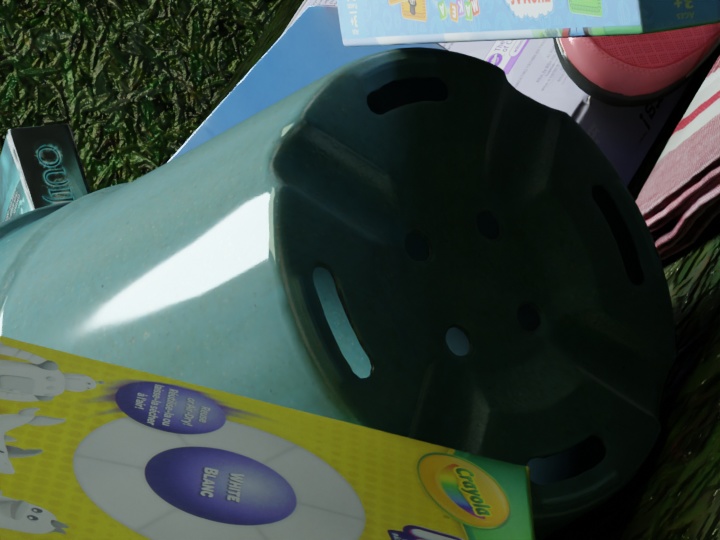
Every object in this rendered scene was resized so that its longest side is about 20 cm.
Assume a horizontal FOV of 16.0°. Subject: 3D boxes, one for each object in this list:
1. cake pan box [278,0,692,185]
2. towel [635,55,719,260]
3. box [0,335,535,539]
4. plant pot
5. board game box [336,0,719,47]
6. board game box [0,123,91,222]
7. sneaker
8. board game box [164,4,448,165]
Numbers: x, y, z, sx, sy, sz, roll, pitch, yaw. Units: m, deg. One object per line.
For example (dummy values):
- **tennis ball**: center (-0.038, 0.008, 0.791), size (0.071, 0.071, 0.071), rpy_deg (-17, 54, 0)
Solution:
- **cake pan box**: center (0.047, -0.085, 1.050), size (0.184, 0.052, 0.200), rpy_deg (11, 62, 42)
- **towel**: center (0.163, -0.098, 0.866), size (0.200, 0.023, 0.144), rpy_deg (-57, 7, -26)
- **box**: center (-0.030, 0.075, 0.642), size (0.117, 0.200, 0.048), rpy_deg (-89, 16, -68)
- **plant pot**: center (-0.018, 0.035, 0.811), size (0.196, 0.200, 0.200), rpy_deg (-32, 22, 47)
- **board game box**: center (0.097, -0.090, 0.718), size (0.200, 0.151, 0.037), rpy_deg (-167, 68, -69)
- **board game box**: center (-0.133, 0.054, 1.053), size (0.200, 0.028, 0.135), rpy_deg (116, 139, -51)
- **sneaker**: center (0.134, -0.153, 0.952), size (0.200, 0.074, 0.087), rpy_deg (-56, -4, -16)
- **board game box**: center (0.000, 0.000, 0.961), size (0.200, 0.158, 0.039), rpy_deg (-45, -11, 31)
